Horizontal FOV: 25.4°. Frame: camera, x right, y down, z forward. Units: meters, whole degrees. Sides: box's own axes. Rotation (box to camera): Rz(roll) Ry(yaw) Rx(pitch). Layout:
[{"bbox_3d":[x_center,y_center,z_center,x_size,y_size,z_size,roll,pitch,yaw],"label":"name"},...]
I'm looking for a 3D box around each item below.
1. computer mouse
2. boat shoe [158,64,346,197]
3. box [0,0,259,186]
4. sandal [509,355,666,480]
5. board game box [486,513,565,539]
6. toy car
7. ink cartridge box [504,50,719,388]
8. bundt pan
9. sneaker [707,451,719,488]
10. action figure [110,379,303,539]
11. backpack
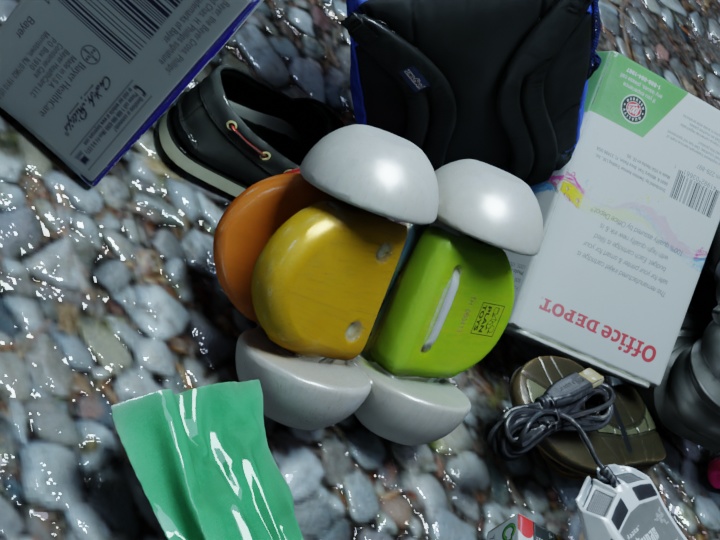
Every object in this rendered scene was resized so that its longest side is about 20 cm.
[{"bbox_3d":[0.160,0.163,1.002,0.109,0.044,0.201,-25,84,-47],"label":"computer mouse"},{"bbox_3d":[-0.035,-0.073,1.051,0.201,0.063,0.074,22,42,-38],"label":"boat shoe"},{"bbox_3d":[-0.112,-0.180,0.959,0.105,0.184,0.200,42,37,-10],"label":"box"},{"bbox_3d":[0.150,0.109,1.104,0.200,0.054,0.082,12,55,-59],"label":"sandal"},{"bbox_3d":[0.131,0.259,0.960,0.126,0.035,0.201,31,40,-26],"label":"board game box"},{"bbox_3d":[0.000,0.000,0.971,0.199,0.176,0.150,13,13,-39],"label":"toy car"},{"bbox_3d":[0.170,-0.035,1.128,0.145,0.087,0.201,22,85,-31],"label":"ink cartridge box"},{"bbox_3d":[0.263,0.033,1.170,0.075,0.202,0.203,16,47,-21],"label":"bundt pan"},{"bbox_3d":[0.347,0.193,1.218,0.200,0.081,0.075,39,52,8],"label":"sneaker"},{"bbox_3d":[-0.062,0.159,0.827,0.118,0.055,0.201,-7,71,-51],"label":"action figure"},{"bbox_3d":[0.072,-0.152,1.031,0.161,0.201,0.169,-4,50,3],"label":"backpack"}]
